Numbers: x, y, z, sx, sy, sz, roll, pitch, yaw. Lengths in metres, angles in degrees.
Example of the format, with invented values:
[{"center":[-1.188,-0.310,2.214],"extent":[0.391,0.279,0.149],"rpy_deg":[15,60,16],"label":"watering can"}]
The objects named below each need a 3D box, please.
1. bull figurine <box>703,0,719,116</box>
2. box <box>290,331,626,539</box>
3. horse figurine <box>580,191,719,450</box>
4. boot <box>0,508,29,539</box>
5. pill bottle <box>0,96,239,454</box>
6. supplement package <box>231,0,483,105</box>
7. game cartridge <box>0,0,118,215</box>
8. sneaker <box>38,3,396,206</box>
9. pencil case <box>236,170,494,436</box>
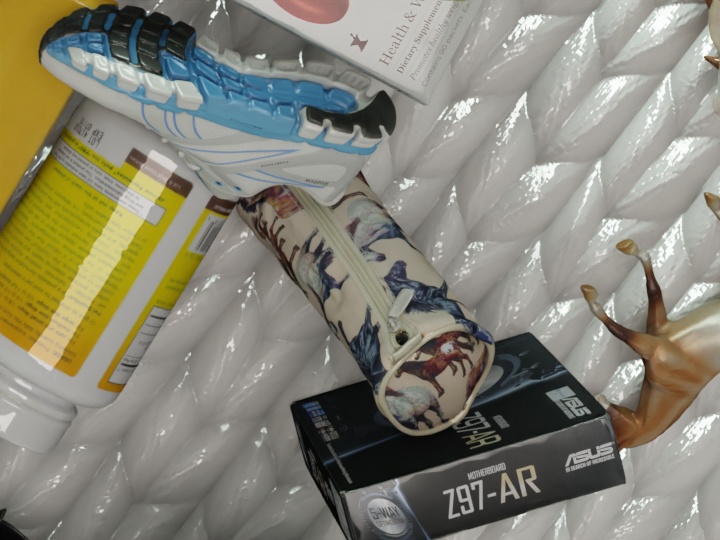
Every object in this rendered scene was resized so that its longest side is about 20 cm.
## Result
[{"center":[0.244,-0.186,1.692],"extent":[0.121,0.065,0.200],"rpy_deg":[12,112,-56],"label":"bull figurine"},{"center":[0.053,0.100,1.682],"extent":[0.160,0.200,0.044],"rpy_deg":[-16,105,-6],"label":"box"},{"center":[0.218,0.021,1.767],"extent":[0.200,0.050,0.133],"rpy_deg":[-32,118,-8],"label":"horse figurine"},{"center":[-0.203,0.248,1.708],"extent":[0.138,0.077,0.200],"rpy_deg":[-34,108,24],"label":"boot"},{"center":[-0.162,0.003,1.672],"extent":[0.109,0.109,0.200],"rpy_deg":[31,95,-14],"label":"pill bottle"},{"center":[-0.015,-0.231,1.628],"extent":[0.200,0.147,0.191],"rpy_deg":[27,96,-15],"label":"supplement package"},{"center":[-0.257,-0.114,1.627],"extent":[0.176,0.032,0.200],"rpy_deg":[29,118,-10],"label":"game cartridge"},{"center":[-0.087,-0.081,1.585],"extent":[0.200,0.075,0.087],"rpy_deg":[18,128,-12],"label":"sneaker"},{"center":[0.000,0.000,1.658],"extent":[0.078,0.200,0.090],"rpy_deg":[-30,143,-9],"label":"pencil case"}]
